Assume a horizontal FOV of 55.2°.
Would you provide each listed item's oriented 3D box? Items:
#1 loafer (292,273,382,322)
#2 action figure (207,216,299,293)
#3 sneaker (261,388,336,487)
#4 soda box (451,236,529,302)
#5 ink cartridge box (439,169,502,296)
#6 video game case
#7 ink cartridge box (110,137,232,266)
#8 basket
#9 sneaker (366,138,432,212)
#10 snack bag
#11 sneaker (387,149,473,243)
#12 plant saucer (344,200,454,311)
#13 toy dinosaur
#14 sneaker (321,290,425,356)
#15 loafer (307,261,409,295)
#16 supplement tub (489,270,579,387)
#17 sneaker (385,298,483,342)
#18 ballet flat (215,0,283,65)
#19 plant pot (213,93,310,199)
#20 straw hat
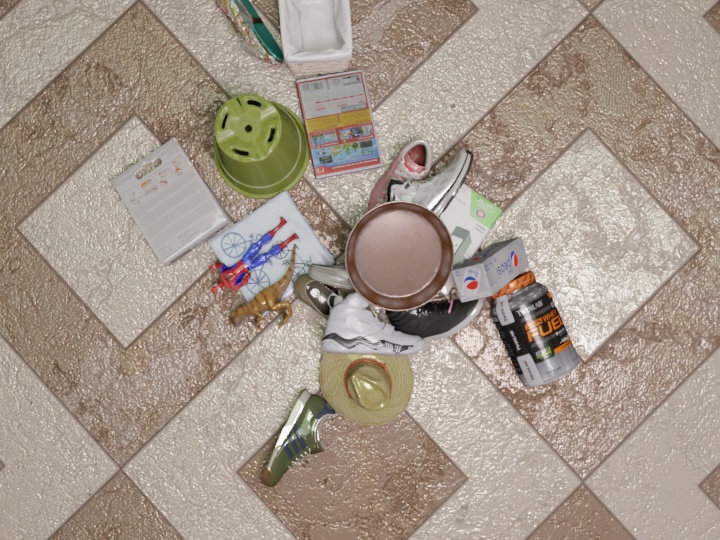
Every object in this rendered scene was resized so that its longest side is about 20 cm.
[{"bbox_3d":[-0.043,0.075,1.350,0.198,0.068,0.076,28,88,-8],"label":"loafer"},{"bbox_3d":[-0.215,-0.022,1.328,0.199,0.099,0.065,-40,88,1],"label":"action figure"},{"bbox_3d":[-0.115,0.341,1.347,0.089,0.067,0.202,24,85,6],"label":"sneaker"},{"bbox_3d":[0.248,-0.004,1.296,0.068,0.199,0.064,-16,97,36],"label":"soda box"},{"bbox_3d":[0.161,-0.070,1.355,0.145,0.084,0.201,33,89,2],"label":"ink cartridge box"},{"bbox_3d":[-0.042,-0.295,1.387,0.141,0.017,0.203,-12,88,-10],"label":"video game case"},{"bbox_3d":[-0.378,-0.136,1.378,0.160,0.050,0.201,-34,84,-1],"label":"ink cartridge box"},{"bbox_3d":[-0.087,-0.495,1.351,0.134,0.123,0.203,-4,89,-1],"label":"basket"},{"bbox_3d":[0.077,-0.173,1.350,0.075,0.105,0.202,32,89,-2],"label":"sneaker"},{"bbox_3d":[-0.178,-0.038,1.385,0.199,0.021,0.190,-36,89,-1],"label":"snack bag"},{"bbox_3d":[0.118,-0.158,1.275,0.115,0.076,0.202,34,91,-3],"label":"sneaker"},{"bbox_3d":[0.070,-0.028,1.245,0.197,0.035,0.203,-1,104,-3],"label":"plant saucer"},{"bbox_3d":[-0.171,0.052,1.343,0.200,0.060,0.106,-41,88,-1],"label":"toy dinosaur"},{"bbox_3d":[0.027,0.099,1.286,0.197,0.075,0.117,3,81,-7],"label":"sneaker"},{"bbox_3d":[0.000,0.000,1.301,0.197,0.070,0.071,6,98,-3],"label":"loafer"},{"bbox_3d":[0.329,0.111,1.331,0.121,0.123,0.202,-25,88,-1],"label":"supplement tub"},{"bbox_3d":[0.130,0.075,1.307,0.199,0.071,0.099,-26,113,35],"label":"sneaker"},{"bbox_3d":[-0.225,-0.484,1.387,0.064,0.075,0.201,-35,83,29],"label":"ballet flat"},{"bbox_3d":[-0.200,-0.251,1.309,0.197,0.190,0.203,0,87,0],"label":"plant pot"},{"bbox_3d":[0.017,0.221,1.323,0.198,0.085,0.204,0,101,-2],"label":"straw hat"}]
